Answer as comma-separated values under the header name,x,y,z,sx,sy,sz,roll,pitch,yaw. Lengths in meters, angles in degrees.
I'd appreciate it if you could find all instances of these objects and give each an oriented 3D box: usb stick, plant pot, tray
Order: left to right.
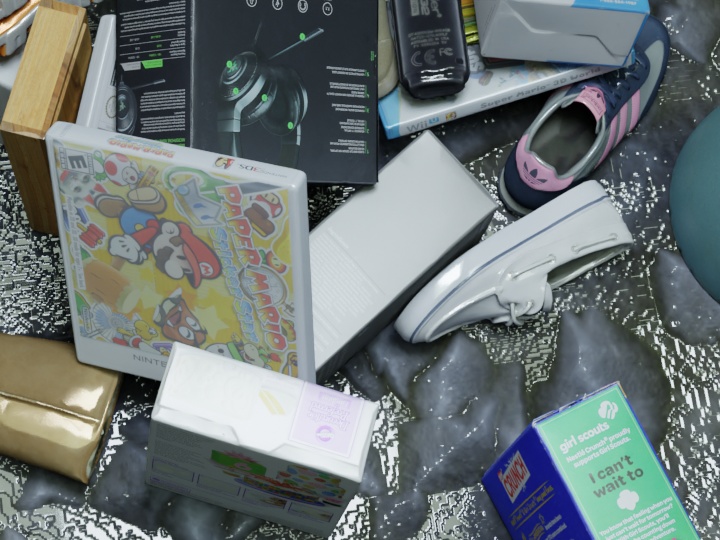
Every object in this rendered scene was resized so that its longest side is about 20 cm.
name,x,y,z,sx,sy,sz,roll,pitch,yaw
tray,-0.216,-0.104,1.471,0.037,0.200,0.099,13,72,2
usb stick,0.048,-0.218,1.570,0.055,0.033,0.202,-6,58,0
plant pot,0.346,-0.067,1.560,0.198,0.135,0.202,2,73,-5

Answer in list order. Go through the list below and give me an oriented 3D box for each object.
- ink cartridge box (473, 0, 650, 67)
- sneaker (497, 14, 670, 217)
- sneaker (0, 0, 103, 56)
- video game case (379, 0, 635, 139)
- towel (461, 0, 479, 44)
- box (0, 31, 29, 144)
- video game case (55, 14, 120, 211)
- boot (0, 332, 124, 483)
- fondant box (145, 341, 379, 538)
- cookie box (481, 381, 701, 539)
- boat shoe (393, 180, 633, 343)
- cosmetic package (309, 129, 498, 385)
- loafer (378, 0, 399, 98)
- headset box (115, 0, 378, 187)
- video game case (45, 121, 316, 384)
name,x,y,z,sx,sy,sz,roll,pitch,yaw
ink cartridge box,0.142,-0.254,1.559,0.115,0.068,0.201,4,55,-12
sneaker,0.184,-0.128,1.587,0.070,0.082,0.201,35,72,3
sneaker,-0.230,-0.219,1.445,0.199,0.079,0.077,-34,58,-25
video game case,0.095,-0.187,1.590,0.198,0.018,0.144,-17,56,-2
towel,0.077,-0.261,1.615,0.085,0.018,0.201,-13,58,-1
box,-0.315,-0.190,1.526,0.199,0.124,0.098,27,71,1
video game case,-0.120,-0.087,1.491,0.199,0.018,0.145,17,84,-40
boot,-0.285,0.114,1.470,0.198,0.066,0.177,16,72,-3
fondant box,-0.072,0.121,1.420,0.143,0.200,0.059,17,72,-2
cookie box,0.176,0.199,1.441,0.075,0.171,0.201,-24,77,-16
boat shoe,0.119,0.006,1.544,0.199,0.074,0.066,-33,75,-14
cosmetic package,0.000,0.000,1.516,0.200,0.107,0.090,-39,82,-14
loafer,-0.013,-0.221,1.578,0.075,0.068,0.201,-16,57,-3
headset box,-0.077,-0.146,1.446,0.173,0.092,0.202,-1,91,-42
video game case,-0.119,0.001,1.396,0.180,0.201,0.023,12,40,16
